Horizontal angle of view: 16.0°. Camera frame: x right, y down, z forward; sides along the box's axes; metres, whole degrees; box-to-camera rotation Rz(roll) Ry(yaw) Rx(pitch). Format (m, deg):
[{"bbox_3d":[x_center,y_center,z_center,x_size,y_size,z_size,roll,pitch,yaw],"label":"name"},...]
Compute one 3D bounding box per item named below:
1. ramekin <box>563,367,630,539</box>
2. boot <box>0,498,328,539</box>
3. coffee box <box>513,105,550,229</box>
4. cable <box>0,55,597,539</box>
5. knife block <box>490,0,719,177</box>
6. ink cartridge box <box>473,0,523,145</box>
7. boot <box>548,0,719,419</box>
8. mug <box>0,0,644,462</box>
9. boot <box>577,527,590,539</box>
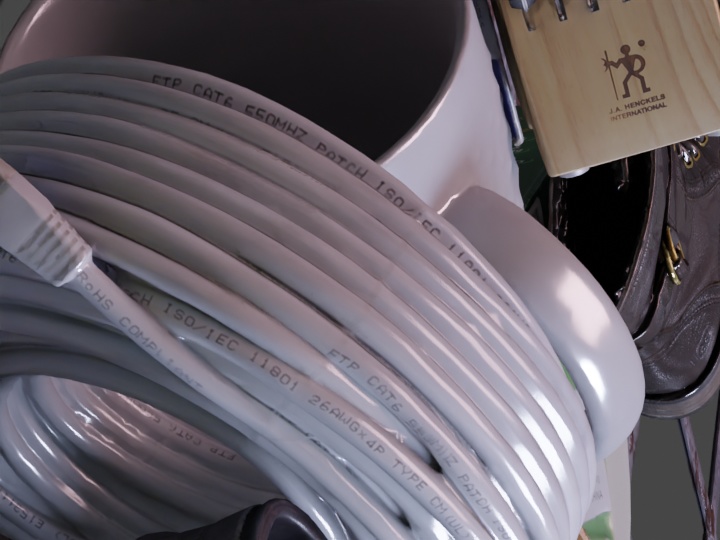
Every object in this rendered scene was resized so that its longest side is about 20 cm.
[{"bbox_3d":[0.053,0.078,1.105,0.200,0.098,0.200,-6,90,-74],"label":"ramekin"},{"bbox_3d":[-0.058,0.122,0.640,0.200,0.132,0.070,76,17,-59],"label":"boot"},{"bbox_3d":[0.022,-0.017,0.996,0.200,0.123,0.044,-55,136,-68],"label":"coffee box"},{"bbox_3d":[-0.039,0.035,0.645,0.069,0.200,0.200,-60,-173,-29],"label":"cable"},{"bbox_3d":[0.062,-0.127,0.791,0.200,0.064,0.176,-93,167,-74],"label":"knife block"},{"bbox_3d":[-0.014,-0.162,0.879,0.200,0.043,0.196,73,-8,-46],"label":"ink cartridge box"},{"bbox_3d":[0.111,-0.044,0.976,0.174,0.069,0.200,49,42,-65],"label":"boot"},{"bbox_3d":[0.000,0.000,0.796,0.148,0.200,0.175,-50,144,-25],"label":"mug"},{"bbox_3d":[0.030,0.153,1.008,0.200,0.175,0.066,49,10,-21],"label":"boot"}]
